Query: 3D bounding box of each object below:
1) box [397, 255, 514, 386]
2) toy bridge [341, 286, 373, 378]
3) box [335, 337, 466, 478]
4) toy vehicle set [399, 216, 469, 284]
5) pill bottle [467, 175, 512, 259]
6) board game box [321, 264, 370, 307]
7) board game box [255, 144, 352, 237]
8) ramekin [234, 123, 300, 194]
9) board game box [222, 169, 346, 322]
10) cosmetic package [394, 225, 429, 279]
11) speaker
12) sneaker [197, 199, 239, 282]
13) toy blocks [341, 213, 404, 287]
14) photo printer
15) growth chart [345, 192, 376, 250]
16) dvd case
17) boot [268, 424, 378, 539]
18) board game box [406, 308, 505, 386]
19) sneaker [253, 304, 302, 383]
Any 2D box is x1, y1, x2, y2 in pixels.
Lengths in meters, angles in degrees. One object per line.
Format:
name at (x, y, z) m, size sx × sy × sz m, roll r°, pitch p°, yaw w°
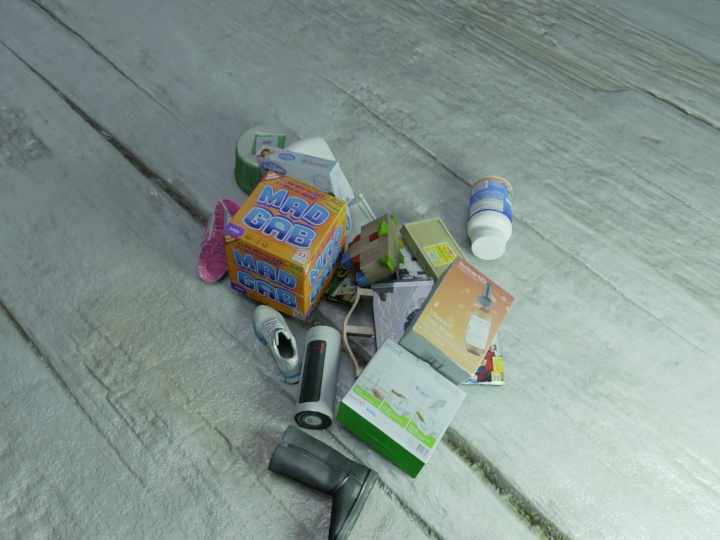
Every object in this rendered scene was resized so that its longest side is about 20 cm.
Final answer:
box at (0.194, 0.104, 1.342) m, size 0.151 × 0.107 × 0.201 m, roll 35°, pitch 63°, yaw 2°
toy bridge at (-0.006, 0.131, 1.427) m, size 0.065 × 0.027 × 0.205 m, roll 6°, pitch 68°, yaw -13°
box at (0.080, 0.266, 1.303) m, size 0.198 × 0.097 × 0.177 m, roll 33°, pitch 56°, yaw 11°
toy vehicle set at (0.189, -0.034, 1.565) m, size 0.122 × 0.027 × 0.202 m, roll -12°, pitch 61°, yaw -37°
pill bottle at (0.322, -0.129, 1.642) m, size 0.109 × 0.113 × 0.203 m, roll 8°, pitch 51°, yaw 4°
board game box at (0.000, 0.000, 1.547) m, size 0.103 × 0.024 × 0.201 m, roll 10°, pitch 50°, yaw 40°
board game box at (-0.125, -0.177, 1.494) m, size 0.196 × 0.202 × 0.042 m, roll 16°, pitch 54°, yaw 24°
ramekin at (-0.241, -0.296, 1.752) m, size 0.194 × 0.099 × 0.203 m, roll 2°, pitch 51°, yaw -2°
board game box at (-0.161, -0.053, 1.457) m, size 0.196 × 0.202 × 0.202 m, roll 22°, pitch 55°, yaw 13°
cosmetic package at (0.120, -0.020, 1.582) m, size 0.080 × 0.051 × 0.203 m, roll 0°, pitch 51°, yaw -4°
speaker at (-0.086, 0.218, 1.362) m, size 0.079 × 0.082 × 0.203 m, roll 5°, pitch 51°, yaw 1°
sneaker at (-0.341, -0.063, 1.579) m, size 0.080 × 0.088 × 0.204 m, roll 22°, pitch 69°, yaw -20°
toy blocks at (0.018, -0.039, 1.502) m, size 0.135 × 0.100 × 0.202 m, roll -25°, pitch 35°, yaw 20°
photo printer at (-0.123, -0.228, 1.660) m, size 0.165 × 0.069 × 0.203 m, roll -32°, pitch 95°, yaw -24°
growth chart at (-0.045, -0.111, 1.625) m, size 0.197 × 0.018 × 0.147 m, roll -28°, pitch 89°, yaw -22°
dvd case at (0.101, 0.115, 1.461) m, size 0.145 × 0.016 × 0.205 m, roll -3°, pitch 67°, yaw -6°
boot at (-0.086, 0.397, 1.224) m, size 0.197 × 0.067 × 0.166 m, roll 25°, pitch 45°, yaw 13°
board game box at (0.200, 0.149, 1.418) m, size 0.195 × 0.062 × 0.205 m, roll 5°, pitch 66°, yaw -13°
sneaker at (-0.175, 0.138, 1.417) m, size 0.074 × 0.088 × 0.201 m, roll -24°, pitch 55°, yaw -19°
